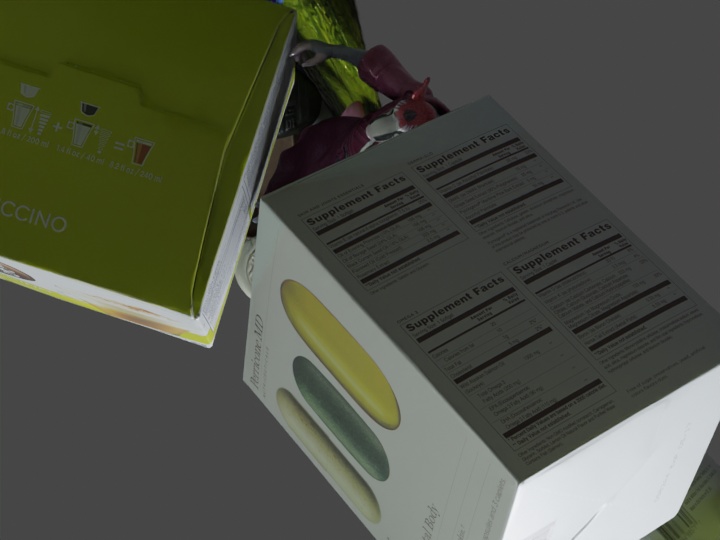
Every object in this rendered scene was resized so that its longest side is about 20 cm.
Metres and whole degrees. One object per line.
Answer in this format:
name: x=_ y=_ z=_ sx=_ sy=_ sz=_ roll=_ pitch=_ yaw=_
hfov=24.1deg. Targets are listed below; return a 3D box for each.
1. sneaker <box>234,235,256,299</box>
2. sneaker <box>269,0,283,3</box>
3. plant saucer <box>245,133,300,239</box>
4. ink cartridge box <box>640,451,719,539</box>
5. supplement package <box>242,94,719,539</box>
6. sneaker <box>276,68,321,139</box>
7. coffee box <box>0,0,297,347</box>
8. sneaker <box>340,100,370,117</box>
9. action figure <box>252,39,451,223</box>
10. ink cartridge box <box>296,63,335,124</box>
sneaker: x=0.000 y=0.001 z=1.332 sx=0.111 sy=0.200 sz=0.077 roll=-132 pitch=43 yaw=-83
sneaker: x=-0.082 y=-0.198 z=1.101 sx=0.146 sy=0.081 sz=0.200 roll=37 pitch=176 yaw=-33
plant saucer: x=-0.093 y=-0.127 z=1.447 sx=0.200 sy=0.034 sz=0.200 roll=29 pitch=125 yaw=55
ink cartridge box: x=0.136 y=0.159 z=1.067 sx=0.200 sy=0.145 sz=0.145 roll=49 pitch=-150 yaw=11
supplement package: x=0.060 y=0.048 z=0.857 sx=0.200 sy=0.151 sz=0.152 roll=47 pitch=148 yaw=29
sneaker: x=-0.104 y=-0.137 z=1.361 sx=0.200 sy=0.076 sz=0.091 roll=6 pitch=-179 yaw=38
coffee box: x=-0.162 y=-0.081 z=1.076 sx=0.200 sy=0.200 sz=0.198 roll=17 pitch=173 yaw=0
sneaker: x=-0.018 y=-0.072 z=1.325 sx=0.079 sy=0.095 sz=0.200 roll=48 pitch=177 yaw=6
action figure: x=0.013 y=-0.061 z=1.034 sx=0.149 sy=0.134 sz=0.200 roll=17 pitch=161 yaw=-23
ink cartridge box: x=-0.028 y=-0.109 z=1.490 sx=0.200 sy=0.039 sz=0.099 roll=53 pitch=175 yaw=-30
